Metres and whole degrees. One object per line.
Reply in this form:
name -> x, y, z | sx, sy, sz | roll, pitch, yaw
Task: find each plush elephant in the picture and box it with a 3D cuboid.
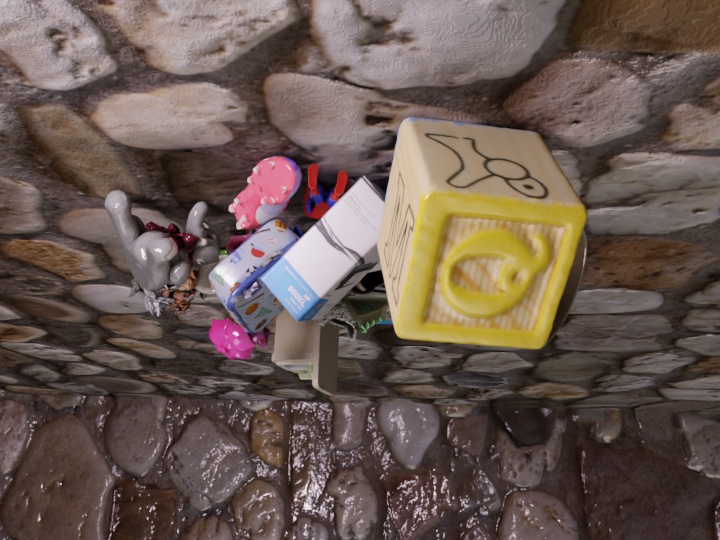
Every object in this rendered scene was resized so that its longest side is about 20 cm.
plush elephant -> -0.281, -0.038, 1.424 | 0.164, 0.154, 0.202 | 36, 145, 35

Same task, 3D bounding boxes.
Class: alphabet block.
alphabet block -> 0.134, -0.047, 1.089 | 0.192, 0.201, 0.199 | 4, 122, -8

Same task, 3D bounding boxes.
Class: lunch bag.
lunch bag -> -0.144, 0.009, 1.398 | 0.160, 0.076, 0.200 | -39, 162, -10

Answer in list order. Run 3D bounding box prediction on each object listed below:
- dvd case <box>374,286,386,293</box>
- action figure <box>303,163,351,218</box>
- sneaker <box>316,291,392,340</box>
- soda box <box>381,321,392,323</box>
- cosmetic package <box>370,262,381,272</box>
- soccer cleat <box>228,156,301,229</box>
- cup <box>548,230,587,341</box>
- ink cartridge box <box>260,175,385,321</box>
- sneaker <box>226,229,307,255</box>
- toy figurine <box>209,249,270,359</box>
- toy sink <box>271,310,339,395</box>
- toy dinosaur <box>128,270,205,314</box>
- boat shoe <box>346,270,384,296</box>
dvd case -> 0.014, 0.052, 1.661 | 0.140, 0.018, 0.200 | 8, 161, -15
action figure -> -0.050, -0.107, 1.310 | 0.064, 0.053, 0.200 | 9, 167, -3
sneaker -> -0.002, 0.083, 1.586 | 0.197, 0.090, 0.077 | 12, 159, -23
soda box -> 0.049, 0.053, 1.800 | 0.067, 0.065, 0.200 | 0, 163, 8
cosmetic package -> 0.026, -0.046, 1.398 | 0.197, 0.083, 0.051 | -13, 132, 26
soccer cleat -> -0.124, -0.115, 1.295 | 0.076, 0.067, 0.200 | -24, 173, -34
cup -> 0.251, 0.004, 1.441 | 0.142, 0.203, 0.200 | 22, 175, 30
ink cartridge box -> -0.028, -0.027, 1.280 | 0.200, 0.084, 0.145 | -44, 171, 7
sneaker -> -0.142, -0.038, 1.526 | 0.197, 0.080, 0.095 | -9, 149, 29
toy figurine -> -0.214, 0.077, 1.702 | 0.198, 0.187, 0.149 | 15, 159, -39
toy sink -> -0.117, 0.159, 1.936 | 0.110, 0.204, 0.130 | -3, 164, 17
toy dinosaur -> -0.333, 0.002, 1.623 | 0.134, 0.103, 0.202 | 14, 119, -9
boat shoe -> 0.000, 0.000, 1.462 | 0.198, 0.075, 0.073 | -26, -169, 30
